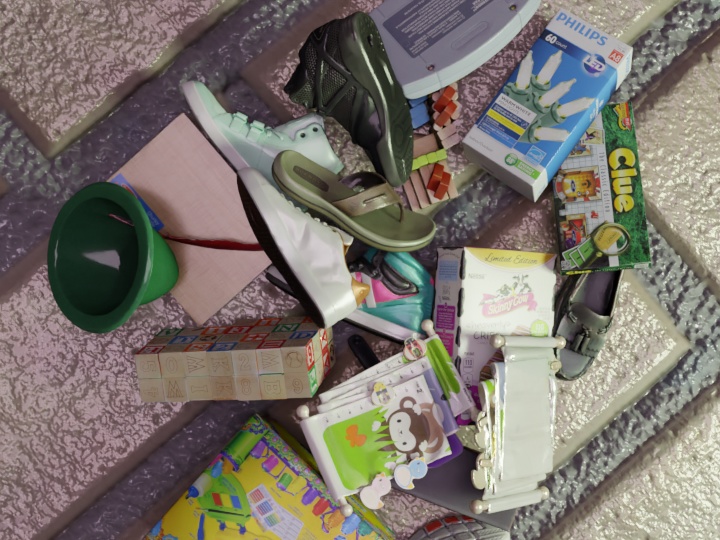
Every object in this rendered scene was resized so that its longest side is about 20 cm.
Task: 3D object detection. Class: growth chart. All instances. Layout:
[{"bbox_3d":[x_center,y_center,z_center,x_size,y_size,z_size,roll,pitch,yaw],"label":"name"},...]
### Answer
[{"bbox_3d":[0.033,0.162,1.197,0.199,0.018,0.145,-31,77,-15],"label":"growth chart"},{"bbox_3d":[0.172,0.165,1.218,0.144,0.018,0.202,12,82,-42],"label":"growth chart"}]

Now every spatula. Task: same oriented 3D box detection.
[{"bbox_3d":[0.040,0.143,1.263,0.056,0.021,0.200,-27,51,-17],"label":"spatula"}]

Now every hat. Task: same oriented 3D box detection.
[{"bbox_3d":[-0.233,-0.005,1.284,0.199,0.176,0.167,26,101,35],"label":"hat"}]

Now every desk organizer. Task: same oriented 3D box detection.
[{"bbox_3d":[0.086,0.229,1.290,0.199,0.077,0.072,21,88,-4],"label":"desk organizer"}]

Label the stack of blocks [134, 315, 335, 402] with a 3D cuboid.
[{"bbox_3d":[-0.138,0.098,1.249,0.198,0.115,0.059,-3,104,13],"label":"stack of blocks"}]

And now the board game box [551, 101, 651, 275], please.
[{"bbox_3d":[0.275,-0.096,1.292,0.104,0.023,0.202,-6,72,8],"label":"board game box"}]

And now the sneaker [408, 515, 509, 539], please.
[{"bbox_3d":[0.085,0.354,1.303,0.199,0.077,0.082,-20,111,1],"label":"sneaker"}]

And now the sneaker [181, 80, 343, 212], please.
[{"bbox_3d":[-0.108,-0.164,1.280,0.118,0.074,0.201,-42,98,-1],"label":"sneaker"}]

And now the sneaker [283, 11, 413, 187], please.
[{"bbox_3d":[-0.012,-0.183,1.248,0.114,0.076,0.200,-8,119,31],"label":"sneaker"}]

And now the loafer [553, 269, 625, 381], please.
[{"bbox_3d":[0.271,0.034,1.311,0.071,0.063,0.201,18,88,-6],"label":"loafer"}]

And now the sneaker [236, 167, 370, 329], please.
[{"bbox_3d":[-0.062,-0.037,1.230,0.084,0.073,0.201,-31,84,-18],"label":"sneaker"}]

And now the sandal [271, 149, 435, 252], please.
[{"bbox_3d":[-0.002,-0.082,1.225,0.200,0.080,0.057,26,123,-14],"label":"sandal"}]

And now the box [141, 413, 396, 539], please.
[{"bbox_3d":[-0.099,0.300,1.231,0.200,0.122,0.193,42,87,12],"label":"box"}]

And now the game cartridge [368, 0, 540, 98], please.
[{"bbox_3d":[0.104,-0.291,1.287,0.199,0.041,0.133,-36,60,-3],"label":"game cartridge"}]

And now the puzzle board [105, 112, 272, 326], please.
[{"bbox_3d":[-0.196,-0.059,1.296,0.151,0.017,0.200,-41,92,3],"label":"puzzle board"}]

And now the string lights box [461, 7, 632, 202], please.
[{"bbox_3d":[0.218,-0.193,1.291,0.102,0.059,0.201,34,84,19],"label":"string lights box"}]

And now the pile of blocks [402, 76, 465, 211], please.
[{"bbox_3d":[0.082,-0.170,1.299,0.081,0.062,0.202,4,89,-4],"label":"pile of blocks"}]

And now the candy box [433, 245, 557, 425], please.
[{"bbox_3d":[0.153,0.075,1.281,0.135,0.061,0.202,3,89,-29],"label":"candy box"}]

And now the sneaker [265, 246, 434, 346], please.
[{"bbox_3d":[0.000,0.000,1.283,0.199,0.084,0.121,23,84,1],"label":"sneaker"}]
